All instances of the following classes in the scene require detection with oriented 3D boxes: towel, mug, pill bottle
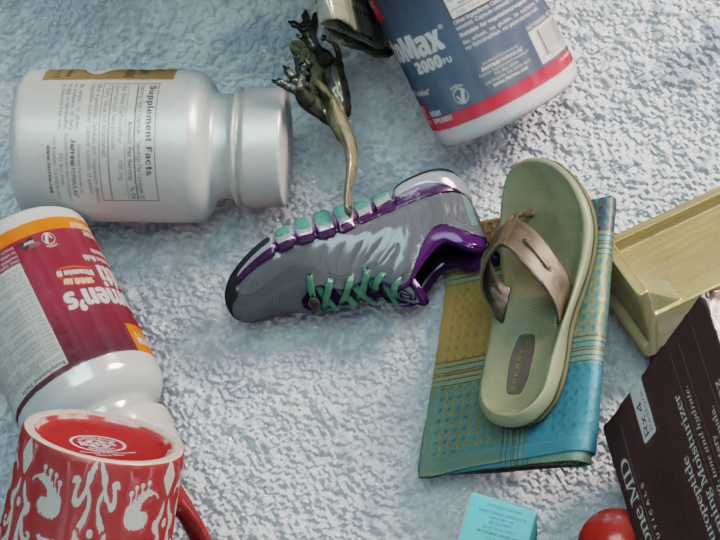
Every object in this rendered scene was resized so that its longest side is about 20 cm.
[{"bbox_3d":[-0.029,-0.259,1.566,0.034,0.192,0.201,-16,83,14],"label":"towel"},{"bbox_3d":[-0.177,0.201,1.407,0.133,0.177,0.202,16,103,25],"label":"mug"},{"bbox_3d":[-0.209,0.063,1.509,0.109,0.110,0.201,-27,67,-7],"label":"pill bottle"},{"bbox_3d":[0.115,0.050,1.499,0.146,0.022,0.201,-10,61,37],"label":"towel"},{"bbox_3d":[0.067,-0.207,1.550,0.119,0.120,0.201,-29,100,-8],"label":"pill bottle"},{"bbox_3d":[-0.153,-0.093,1.568,0.198,0.114,0.115,1,67,5],"label":"pill bottle"}]

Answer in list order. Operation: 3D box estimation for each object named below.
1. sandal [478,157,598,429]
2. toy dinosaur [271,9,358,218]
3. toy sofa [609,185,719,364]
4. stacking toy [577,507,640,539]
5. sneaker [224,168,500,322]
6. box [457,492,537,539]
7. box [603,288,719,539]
[{"bbox_3d":[0.116,0.009,1.463,0.079,0.057,0.202,-11,60,37],"label":"sandal"},{"bbox_3d":[-0.030,-0.135,1.557,0.047,0.088,0.201,-23,40,10],"label":"toy dinosaur"},{"bbox_3d":[0.274,-0.012,1.525,0.199,0.098,0.083,-25,44,-5],"label":"toy sofa"},{"bbox_3d":[0.155,0.254,1.419,0.085,0.086,0.201,18,64,12],"label":"stacking toy"},{"bbox_3d":[0.000,0.000,1.527,0.199,0.075,0.088,-26,55,-2],"label":"sneaker"},{"bbox_3d":[0.072,0.259,1.417,0.049,0.082,0.201,13,69,10],"label":"box"},{"bbox_3d":[0.283,0.122,1.371,0.163,0.200,0.167,-6,62,-19],"label":"box"}]
